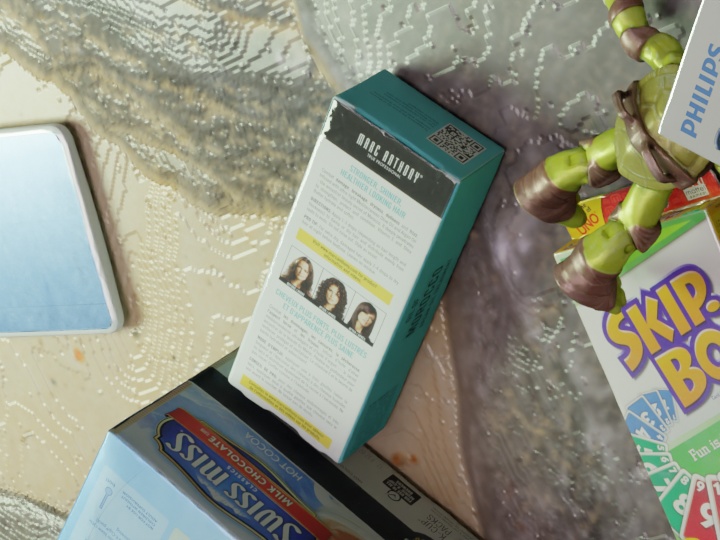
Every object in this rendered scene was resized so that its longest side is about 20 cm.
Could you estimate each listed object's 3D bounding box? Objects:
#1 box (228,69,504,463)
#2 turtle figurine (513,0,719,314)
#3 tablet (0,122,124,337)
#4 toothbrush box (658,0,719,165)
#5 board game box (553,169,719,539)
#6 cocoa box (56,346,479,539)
[{"bbox_3d":[0.000,0.000,1.285,0.082,0.049,0.201,35,128,17],"label":"box"},{"bbox_3d":[0.146,-0.051,1.126,0.200,0.064,0.161,56,129,17],"label":"turtle figurine"},{"bbox_3d":[-0.233,-0.021,1.467,0.199,0.014,0.131,-3,109,36],"label":"tablet"},{"bbox_3d":[0.228,-0.078,0.873,0.200,0.086,0.146,31,127,21],"label":"toothbrush box"},{"bbox_3d":[0.169,0.051,1.205,0.095,0.030,0.201,-17,98,40],"label":"board game box"},{"bbox_3d":[-0.053,0.168,1.346,0.200,0.131,0.134,39,126,15],"label":"cocoa box"}]
